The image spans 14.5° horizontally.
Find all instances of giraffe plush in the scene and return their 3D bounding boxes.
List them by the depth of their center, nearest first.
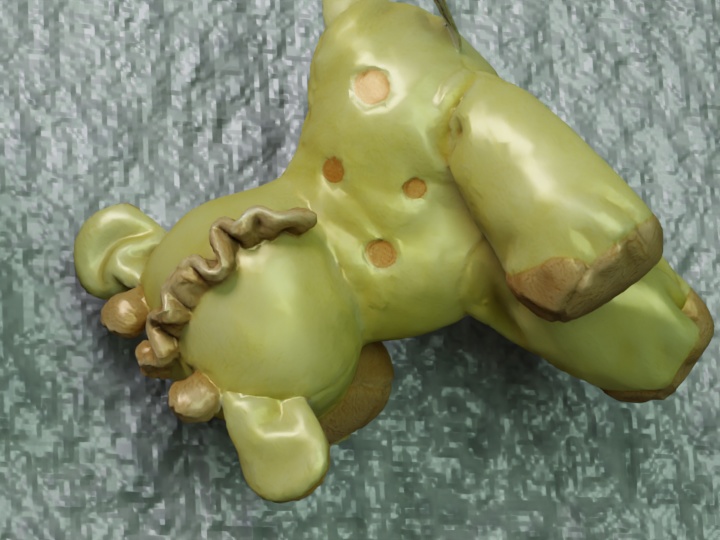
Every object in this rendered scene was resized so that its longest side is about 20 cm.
[{"bbox_3d":[0.000,0.000,0.988,0.162,0.173,0.200,-43,125,-3],"label":"giraffe plush"}]
